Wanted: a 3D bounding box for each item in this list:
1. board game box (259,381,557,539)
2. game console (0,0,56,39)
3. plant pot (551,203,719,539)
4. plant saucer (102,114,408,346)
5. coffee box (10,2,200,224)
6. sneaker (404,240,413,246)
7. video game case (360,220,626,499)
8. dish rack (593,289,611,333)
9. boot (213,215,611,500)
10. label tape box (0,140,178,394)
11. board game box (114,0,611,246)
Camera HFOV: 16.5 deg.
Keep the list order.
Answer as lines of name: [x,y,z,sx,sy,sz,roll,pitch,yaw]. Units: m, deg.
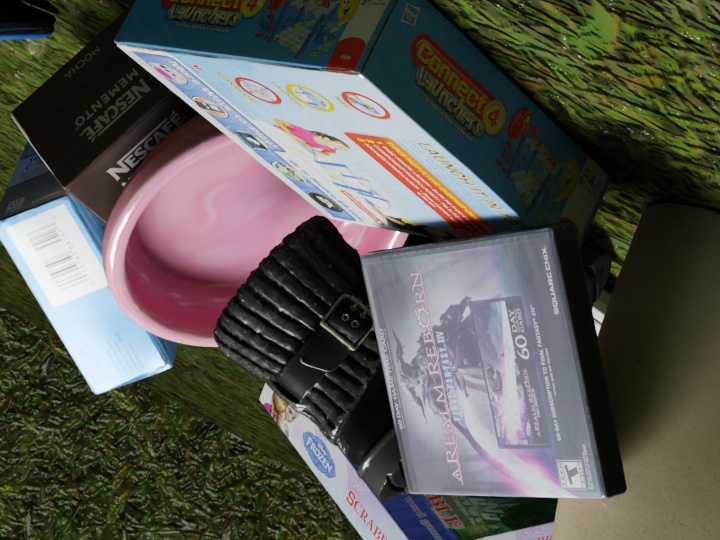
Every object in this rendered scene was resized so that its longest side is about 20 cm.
board game box: [0.061,0.131,1.791,0.199,0.041,0.200,-8,-136,-37]
game console: [-0.319,-0.235,1.667,0.200,0.118,0.171,24,-161,32]
plant pot: [0.190,0.097,1.343,0.187,0.200,0.187,28,170,6]
plant saucer: [-0.066,-0.037,1.531,0.201,0.200,0.051,42,-161,-49]
coffee box: [-0.117,-0.069,1.586,0.080,0.113,0.200,52,-175,35]
sneaker: [0.000,0.000,1.708,0.105,0.076,0.200,10,-163,-9]
video game case: [0.068,0.052,1.347,0.019,0.143,0.200,-13,-178,-30]
dish rack: [0.111,0.042,1.615,0.200,0.044,0.172,35,145,-24]
boot: [0.030,0.017,1.492,0.158,0.211,0.079,46,173,19]
label tape box: [-0.174,-0.029,1.701,0.144,0.063,0.200,62,-164,-23]
board game box: [0.002,-0.086,1.339,0.196,0.056,0.200,12,160,45]
